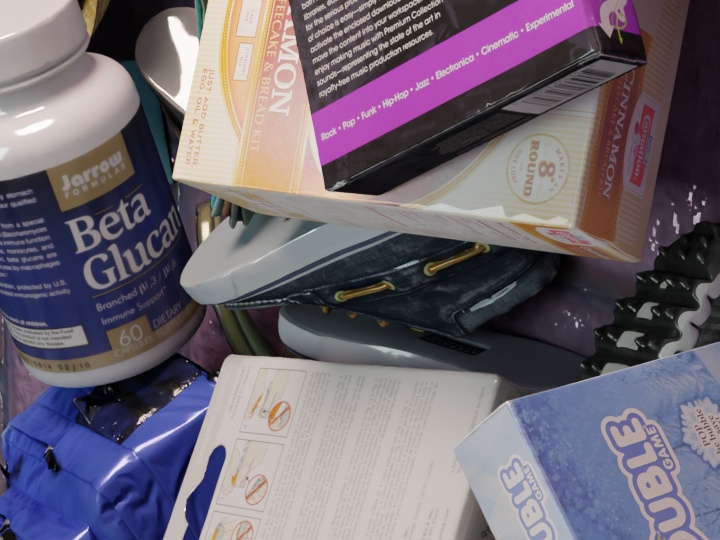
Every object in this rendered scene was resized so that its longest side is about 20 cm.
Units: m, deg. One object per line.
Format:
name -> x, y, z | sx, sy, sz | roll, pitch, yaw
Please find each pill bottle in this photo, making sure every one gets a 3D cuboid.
pill bottle -> -0.161, -0.047, 1.008 | 0.111, 0.111, 0.201 | 22, 136, 49

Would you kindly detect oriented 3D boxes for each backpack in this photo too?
backpack -> -0.129, 0.131, 1.072 | 0.200, 0.167, 0.163 | 23, 143, 62

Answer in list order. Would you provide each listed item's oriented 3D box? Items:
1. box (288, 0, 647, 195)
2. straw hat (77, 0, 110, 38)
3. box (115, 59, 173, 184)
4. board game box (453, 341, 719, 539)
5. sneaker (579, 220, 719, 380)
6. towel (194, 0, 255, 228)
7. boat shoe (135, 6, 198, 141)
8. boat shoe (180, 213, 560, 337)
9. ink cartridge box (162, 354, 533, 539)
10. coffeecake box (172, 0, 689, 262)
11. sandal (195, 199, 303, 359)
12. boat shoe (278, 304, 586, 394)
box -> 0.026, -0.147, 0.727 | 0.142, 0.036, 0.202 | -24, 73, 42
straw hat -> -0.111, -0.223, 1.037 | 0.201, 0.084, 0.203 | 180, 90, -77
box -> -0.198, -0.083, 1.230 | 0.199, 0.049, 0.083 | -5, 95, 54
board game box -> 0.157, 0.122, 0.675 | 0.043, 0.198, 0.201 | -46, 63, 49
sneaker -> 0.132, 0.080, 0.798 | 0.201, 0.090, 0.066 | -66, 19, -3
towel -> -0.046, -0.143, 0.908 | 0.022, 0.147, 0.201 | 9, 127, 18
boat shoe -> -0.049, -0.060, 1.028 | 0.200, 0.070, 0.064 | 51, 170, 21
boat shoe -> 0.000, 0.000, 0.921 | 0.199, 0.071, 0.091 | -19, 122, 42
ink cartridge box -> -0.013, 0.125, 0.872 | 0.199, 0.050, 0.163 | 0, 67, 50
coffeecake box -> 0.032, -0.096, 0.800 | 0.199, 0.073, 0.155 | 8, 84, 32
sandal -> -0.035, 0.048, 1.043 | 0.202, 0.057, 0.080 | 59, 174, -1
boat shoe -> 0.035, 0.069, 0.944 | 0.201, 0.074, 0.087 | 15, 114, 41
